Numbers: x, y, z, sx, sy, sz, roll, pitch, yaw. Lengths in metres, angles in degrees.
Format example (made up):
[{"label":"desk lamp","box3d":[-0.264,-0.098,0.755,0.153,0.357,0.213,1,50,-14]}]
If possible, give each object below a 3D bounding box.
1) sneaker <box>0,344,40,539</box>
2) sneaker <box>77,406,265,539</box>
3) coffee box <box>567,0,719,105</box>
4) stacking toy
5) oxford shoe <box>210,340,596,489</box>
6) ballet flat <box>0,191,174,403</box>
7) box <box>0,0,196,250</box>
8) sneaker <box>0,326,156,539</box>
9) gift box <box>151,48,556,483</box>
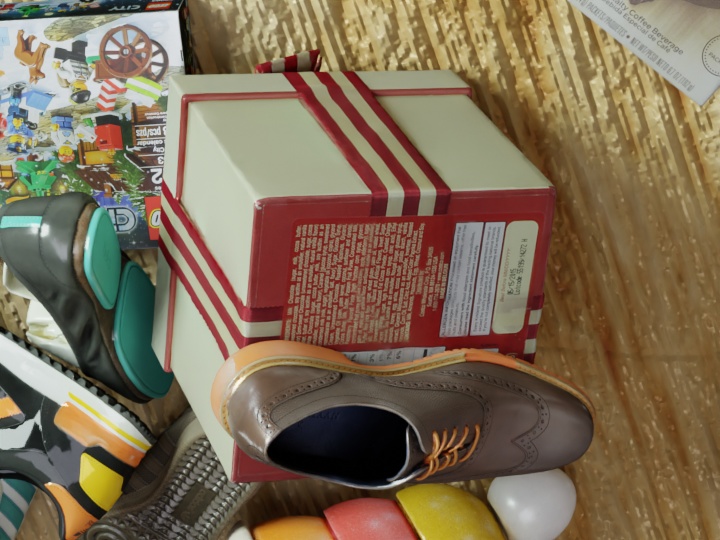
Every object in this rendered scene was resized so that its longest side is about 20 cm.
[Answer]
[{"label":"sneaker","box3d":[-0.225,0.136,1.359,0.070,0.093,0.200,19,112,-4]},{"label":"sneaker","box3d":[-0.099,0.125,1.364,0.070,0.076,0.200,40,132,-10]},{"label":"coffee box","box3d":[0.195,-0.200,1.195,0.113,0.080,0.200,37,110,-11]},{"label":"stacking toy","box3d":[0.036,0.173,1.353,0.200,0.146,0.146,-26,109,-4]},{"label":"oxford shoe","box3d":[0.030,0.082,1.139,0.200,0.073,0.071,3,114,-22]},{"label":"ballet flat","box3d":[-0.152,0.011,1.281,0.068,0.068,0.200,5,153,12]},{"label":"box","box3d":[-0.187,-0.077,1.299,0.200,0.038,0.137,-3,112,6]},{"label":"sneaker","box3d":[-0.216,0.072,1.296,0.200,0.070,0.090,31,84,7]},{"label":"gift box","box3d":[0.000,0.000,1.240,0.200,0.187,0.185,1,115,-22]}]
